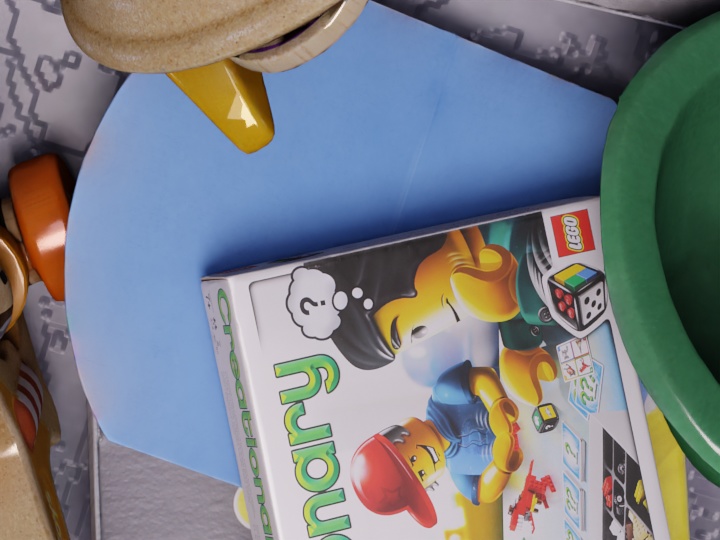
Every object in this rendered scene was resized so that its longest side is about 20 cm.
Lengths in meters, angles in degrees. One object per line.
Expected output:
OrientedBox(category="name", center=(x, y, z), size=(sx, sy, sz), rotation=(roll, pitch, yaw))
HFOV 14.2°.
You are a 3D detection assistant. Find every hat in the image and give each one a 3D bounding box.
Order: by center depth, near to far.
OrientedBox(category="hat", center=(0.122, 0.038, 0.950), size=(0.165, 0.176, 0.201), rotation=(-2, 70, -22))

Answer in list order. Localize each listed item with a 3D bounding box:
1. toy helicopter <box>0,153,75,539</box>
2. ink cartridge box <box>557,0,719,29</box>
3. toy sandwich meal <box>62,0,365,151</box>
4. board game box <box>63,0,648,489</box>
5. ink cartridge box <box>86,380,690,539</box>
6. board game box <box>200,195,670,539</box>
OrientedBox(category="toy helicopter", center=(-0.109, 0.051, 0.878), size=(0.078, 0.132, 0.201), rotation=(-19, 79, 1))
OrientedBox(category="ink cartridge box", center=(0.142, -0.118, 0.928), size=(0.199, 0.037, 0.095), rotation=(12, 105, -10))
OrientedBox(category="toy sandwich meal", center=(-0.003, -0.120, 0.827), size=(0.205, 0.205, 0.070), rotation=(-40, 122, 7))
OrientedBox(category="board game box", center=(0.000, 0.000, 0.925), size=(0.199, 0.039, 0.159), rotation=(20, 81, -16))
OrientedBox(category="ink cartridge box", center=(0.012, 0.129, 0.945), size=(0.196, 0.047, 0.201), rotation=(-3, 79, -5))
OrientedBox(category="board game box", center=(0.032, 0.087, 0.890), size=(0.126, 0.035, 0.201), rotation=(-13, 92, -18))
